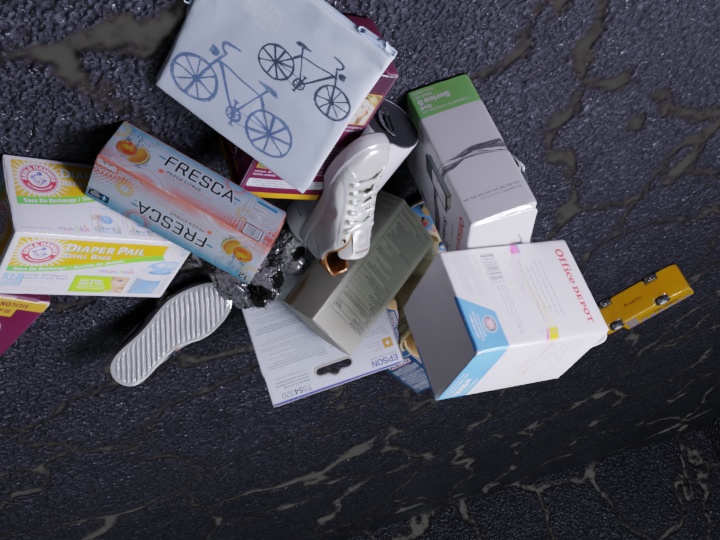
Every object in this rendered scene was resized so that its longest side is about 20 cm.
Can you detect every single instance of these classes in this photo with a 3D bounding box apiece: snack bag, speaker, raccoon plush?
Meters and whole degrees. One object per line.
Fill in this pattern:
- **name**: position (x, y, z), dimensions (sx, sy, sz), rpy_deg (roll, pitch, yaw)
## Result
- **snack bag**: position (-0.086, -0.190, 0.774), dimensions (0.200, 0.188, 0.021), rpy_deg (-50, -175, 44)
- **speaker**: position (-0.014, -0.115, 1.021), dimensions (0.081, 0.082, 0.200), rpy_deg (2, 143, -37)
- **raccoon plush**: position (-0.150, -0.047, 1.081), dimensions (0.096, 0.135, 0.200), rpy_deg (-24, 123, 37)

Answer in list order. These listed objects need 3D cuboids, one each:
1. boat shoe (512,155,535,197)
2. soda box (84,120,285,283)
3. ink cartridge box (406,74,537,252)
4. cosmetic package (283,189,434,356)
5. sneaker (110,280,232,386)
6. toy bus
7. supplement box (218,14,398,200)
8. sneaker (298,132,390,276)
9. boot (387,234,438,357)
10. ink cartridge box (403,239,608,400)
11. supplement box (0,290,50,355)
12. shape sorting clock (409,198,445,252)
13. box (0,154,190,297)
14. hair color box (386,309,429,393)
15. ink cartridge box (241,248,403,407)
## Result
- **boat shoe**: position (0.200, -0.130, 1.159), dimensions (0.060, 0.076, 0.200), rpy_deg (-40, 156, 2)
- **soda box**: position (-0.184, -0.071, 0.886), dimensions (0.199, 0.064, 0.068), rpy_deg (30, 134, -9)
- **ink cartridge box**: position (0.127, -0.107, 1.004), dimensions (0.083, 0.201, 0.146), rpy_deg (-18, 152, -7)
- **cosmetic package**: position (0.000, 0.000, 1.117), dimensions (0.200, 0.071, 0.105), rpy_deg (-52, 134, -12)
- **sneaker**: position (-0.270, 0.079, 1.189), dimensions (0.199, 0.079, 0.079), rpy_deg (-36, -165, -1)
- **toy bus**: position (0.602, 0.066, 1.782), dimensions (0.199, 0.065, 0.078), rpy_deg (-33, 152, 19)
- **supplement box**: position (-0.061, -0.170, 0.885), dimensions (0.110, 0.086, 0.200), rpy_deg (-1, 146, -33)
- **sneaker**: position (-0.003, -0.068, 0.937), dimensions (0.072, 0.085, 0.200), rpy_deg (-19, 155, -32)
- **boot**: position (0.074, 0.057, 1.231), dimensions (0.072, 0.157, 0.200), rpy_deg (4, 153, -14)
- **ink cartridge box**: position (0.175, 0.056, 0.972), dimensions (0.198, 0.129, 0.125), rpy_deg (-5, 149, -23)
- **supplement box**: position (-0.466, 0.040, 0.948), dimensions (0.200, 0.104, 0.130), rpy_deg (-39, 148, 30)
- **shape sorting clock**: position (0.148, -0.044, 1.221), dimensions (0.198, 0.039, 0.201), rpy_deg (13, 146, 9)
- **box**: position (-0.302, -0.044, 0.919), dimensions (0.199, 0.102, 0.113), rpy_deg (3, 144, -38)
- **hair color box**: position (0.083, 0.147, 1.522), dimensions (0.060, 0.101, 0.200), rpy_deg (-26, 151, 11)
- **ink cartridge box**: position (-0.062, 0.068, 1.180), dimensions (0.195, 0.202, 0.043), rpy_deg (-17, 171, -7)
